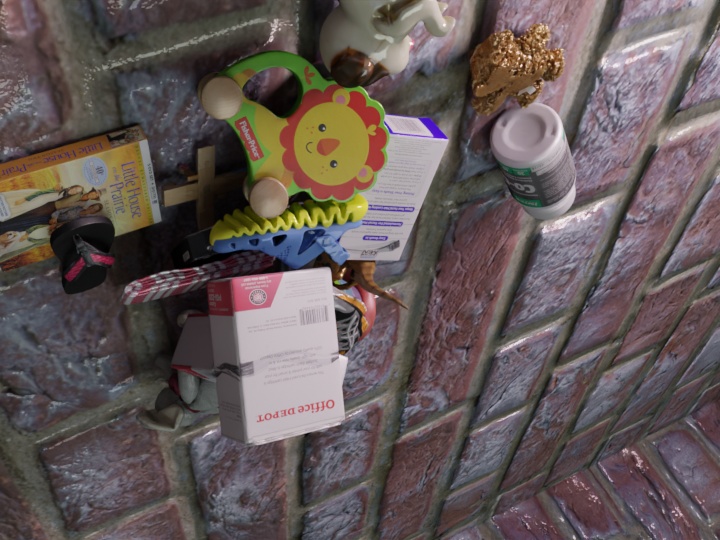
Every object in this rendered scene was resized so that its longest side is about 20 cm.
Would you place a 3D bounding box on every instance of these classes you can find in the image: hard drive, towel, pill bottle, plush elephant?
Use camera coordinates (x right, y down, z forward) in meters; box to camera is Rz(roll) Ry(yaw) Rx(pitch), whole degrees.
[{"bbox_3d":[-0.147,-0.047,1.100,0.199,0.038,0.140,-17,179,-22],"label":"hard drive"},{"bbox_3d":[-0.218,0.007,1.078,0.199,0.030,0.146,-14,177,-20],"label":"towel"},{"bbox_3d":[0.282,-0.168,1.306,0.113,0.113,0.200,-36,147,5],"label":"pill bottle"},{"bbox_3d":[-0.256,0.173,1.255,0.154,0.201,0.165,-18,170,20],"label":"plush elephant"}]

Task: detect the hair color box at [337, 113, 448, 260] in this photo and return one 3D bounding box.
[{"bbox_3d":[0.028,-0.109,1.100,0.109,0.065,0.201,1,126,-30],"label":"hair color box"}]

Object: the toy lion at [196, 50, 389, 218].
[{"bbox_3d":[-0.067,-0.166,0.956,0.191,0.069,0.201,-27,112,-6],"label":"toy lion"}]

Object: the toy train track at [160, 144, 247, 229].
[{"bbox_3d":[-0.168,-0.122,1.054,0.199,0.033,0.115,-18,132,-33],"label":"toy train track"}]

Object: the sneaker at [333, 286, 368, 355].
[{"bbox_3d":[-0.037,0.075,1.164,0.077,0.078,0.200,-57,158,-14],"label":"sneaker"}]

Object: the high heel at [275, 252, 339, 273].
[{"bbox_3d":[-0.060,0.023,1.230,0.199,0.071,0.144,-14,106,-52],"label":"high heel"}]

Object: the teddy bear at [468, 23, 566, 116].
[{"bbox_3d":[0.215,-0.285,1.153,0.199,0.067,0.145,-17,154,-35],"label":"teddy bear"}]

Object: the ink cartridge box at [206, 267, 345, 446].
[{"bbox_3d":[-0.106,0.104,1.027,0.145,0.201,0.085,-6,180,-34],"label":"ink cartridge box"}]

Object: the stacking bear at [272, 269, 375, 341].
[{"bbox_3d":[-0.082,0.052,1.290,0.199,0.114,0.122,11,127,-42],"label":"stacking bear"}]

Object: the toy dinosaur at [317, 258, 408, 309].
[{"bbox_3d":[0.000,0.000,1.149,0.106,0.200,0.061,-22,118,9],"label":"toy dinosaur"}]

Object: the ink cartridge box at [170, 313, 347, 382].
[{"bbox_3d":[-0.141,0.129,1.142,0.199,0.086,0.147,24,163,-32],"label":"ink cartridge box"}]

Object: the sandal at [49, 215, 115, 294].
[{"bbox_3d":[-0.331,-0.008,0.995,0.075,0.045,0.200,-19,161,-23],"label":"sandal"}]

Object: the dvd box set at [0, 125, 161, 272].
[{"bbox_3d":[-0.339,-0.082,0.954,0.199,0.029,0.147,-20,147,-21],"label":"dvd box set"}]

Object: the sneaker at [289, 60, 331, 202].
[{"bbox_3d":[-0.059,-0.166,1.045,0.201,0.079,0.095,-57,157,18],"label":"sneaker"}]

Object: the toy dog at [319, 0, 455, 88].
[{"bbox_3d":[0.013,-0.293,0.874,0.193,0.140,0.201,-4,130,-16],"label":"toy dog"}]

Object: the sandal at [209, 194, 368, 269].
[{"bbox_3d":[-0.085,-0.039,1.009,0.199,0.080,0.088,-7,115,-12],"label":"sandal"}]
